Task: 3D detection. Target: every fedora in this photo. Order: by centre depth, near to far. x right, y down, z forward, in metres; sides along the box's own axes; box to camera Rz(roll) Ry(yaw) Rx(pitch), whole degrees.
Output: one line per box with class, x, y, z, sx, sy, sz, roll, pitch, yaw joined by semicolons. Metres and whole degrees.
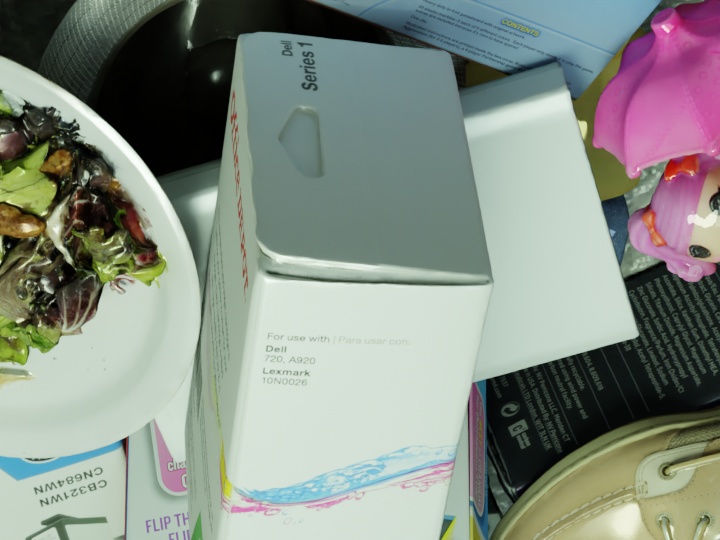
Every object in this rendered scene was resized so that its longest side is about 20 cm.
fedora;-0.051;-0.074;1.106;0.176;0.090;0.200;-5;127;-10

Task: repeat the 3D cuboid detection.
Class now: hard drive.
hard drive;0.000;0.000;1.088;0.200;0.026;0.132;-16;129;6

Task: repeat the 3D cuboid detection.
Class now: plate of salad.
plate of salad;-0.159;0.000;1.047;0.200;0.048;0.200;11;128;14

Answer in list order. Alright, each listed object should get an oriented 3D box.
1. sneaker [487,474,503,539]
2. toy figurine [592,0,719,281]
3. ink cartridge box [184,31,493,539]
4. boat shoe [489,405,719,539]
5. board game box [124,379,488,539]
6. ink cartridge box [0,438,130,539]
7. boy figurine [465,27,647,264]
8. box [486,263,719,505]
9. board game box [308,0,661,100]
sneaker;0.005;0.072;1.230;0.088;0.074;0.200;-20;126;-2
toy figurine;0.175;-0.027;1.047;0.184;0.150;0.200;22;126;3
ink cartridge box;-0.013;0.034;1.004;0.084;0.145;0.200;3;128;-9
boat shoe;0.149;0.100;1.163;0.200;0.065;0.071;-26;125;4
board game box;-0.022;0.138;1.134;0.153;0.201;0.040;-3;161;11
ink cartridge box;-0.165;0.115;1.211;0.146;0.084;0.200;-16;126;-3
boy figurine;0.081;-0.066;1.162;0.124;0.064;0.200;-5;124;-10
box;0.169;0.079;1.257;0.200;0.104;0.148;-26;125;4
board game box;0.024;-0.131;0.998;0.200;0.019;0.103;18;133;-26
